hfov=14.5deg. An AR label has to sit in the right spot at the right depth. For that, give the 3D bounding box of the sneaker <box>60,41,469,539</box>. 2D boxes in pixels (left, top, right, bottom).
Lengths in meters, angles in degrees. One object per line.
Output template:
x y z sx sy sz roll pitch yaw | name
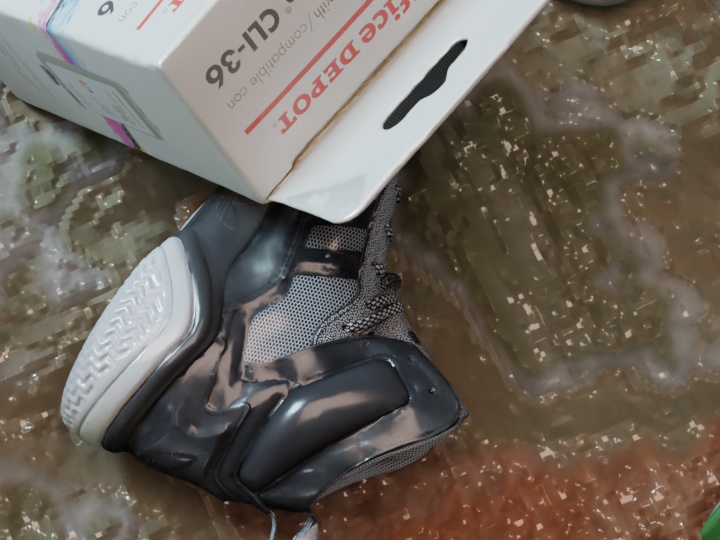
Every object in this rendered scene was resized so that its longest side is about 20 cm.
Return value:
0.000 0.000 0.930 0.114 0.075 0.200 37 77 2 | sneaker

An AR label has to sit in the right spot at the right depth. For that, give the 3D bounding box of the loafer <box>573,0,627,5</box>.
0.037 -0.180 0.985 0.072 0.063 0.200 -35 78 -12 | loafer

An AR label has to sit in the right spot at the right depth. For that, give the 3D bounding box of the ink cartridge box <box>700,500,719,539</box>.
0.218 0.095 0.871 0.200 0.146 0.084 36 74 7 | ink cartridge box

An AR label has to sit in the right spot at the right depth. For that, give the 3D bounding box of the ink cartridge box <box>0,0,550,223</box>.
-0.041 -0.095 0.895 0.117 0.068 0.200 -49 38 -14 | ink cartridge box
